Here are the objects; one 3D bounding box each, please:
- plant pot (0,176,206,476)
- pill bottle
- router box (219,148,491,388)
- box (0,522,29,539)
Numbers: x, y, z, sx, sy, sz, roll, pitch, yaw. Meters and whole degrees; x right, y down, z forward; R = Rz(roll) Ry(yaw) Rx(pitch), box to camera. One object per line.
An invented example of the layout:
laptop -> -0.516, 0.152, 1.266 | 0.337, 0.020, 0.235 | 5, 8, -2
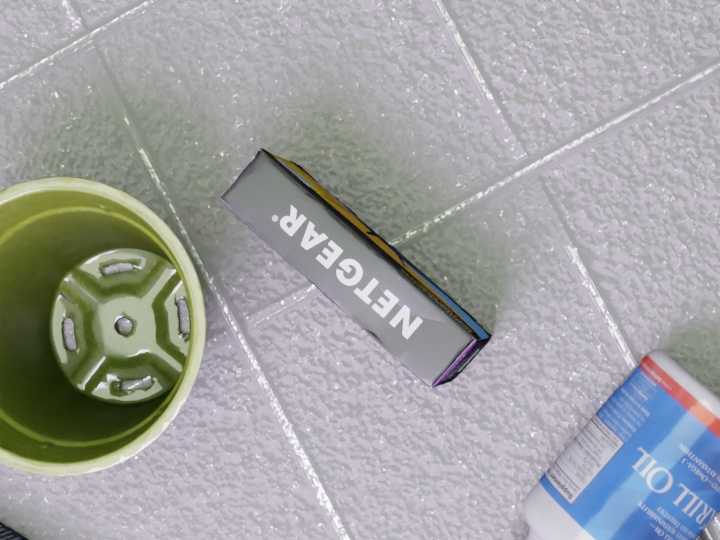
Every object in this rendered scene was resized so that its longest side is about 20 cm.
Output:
plant pot -> -0.190, 0.040, 1.482 | 0.199, 0.190, 0.201 | 0, 89, 7
pill bottle -> 0.187, 0.164, 1.470 | 0.112, 0.112, 0.200 | 40, 94, 7
router box -> 0.000, 0.000, 1.479 | 0.200, 0.149, 0.051 | 41, 95, 6
box -> -0.298, 0.265, 1.533 | 0.200, 0.107, 0.149 | 31, 93, 6
